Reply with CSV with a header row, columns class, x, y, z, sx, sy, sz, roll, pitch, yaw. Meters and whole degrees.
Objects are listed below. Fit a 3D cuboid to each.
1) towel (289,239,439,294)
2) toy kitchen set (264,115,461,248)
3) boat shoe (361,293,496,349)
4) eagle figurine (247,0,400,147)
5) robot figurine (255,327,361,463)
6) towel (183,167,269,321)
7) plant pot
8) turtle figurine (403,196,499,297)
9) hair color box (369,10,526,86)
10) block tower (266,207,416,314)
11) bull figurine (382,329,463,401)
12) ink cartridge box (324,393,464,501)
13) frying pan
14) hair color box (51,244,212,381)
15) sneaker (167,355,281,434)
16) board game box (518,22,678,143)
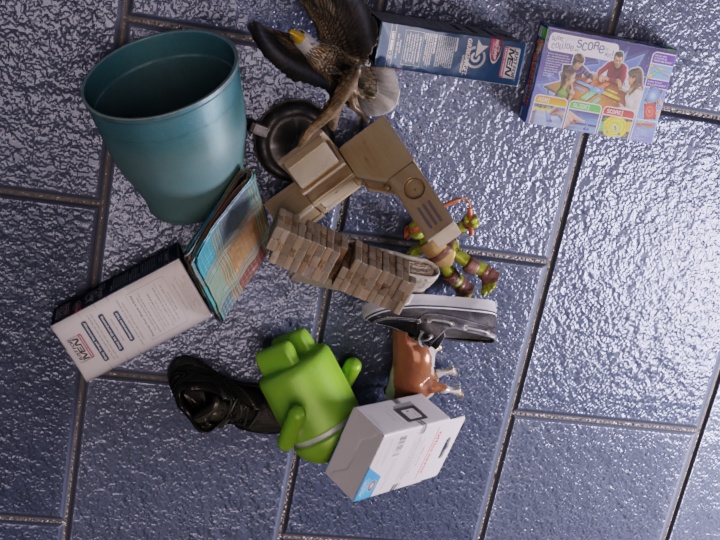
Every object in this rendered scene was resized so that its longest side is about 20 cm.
class,x,y,z,sx,sy,sz,roll,pitch,yaw
towel,0.000,0.000,1.599,0.197,0.133,0.035,13,70,-9
toy kitchen set,-0.006,-0.080,1.506,0.199,0.163,0.182,-35,75,5
boat shoe,0.099,0.076,1.624,0.197,0.072,0.069,3,71,-17
eagle figurine,-0.048,-0.278,1.443,0.150,0.201,0.152,-20,142,-5
robot figurine,-0.069,0.187,1.655,0.115,0.175,0.202,-22,99,36
towel,-0.166,-0.030,1.514,0.021,0.201,0.148,26,69,17
plant pot,-0.228,-0.171,1.461,0.197,0.201,0.190,-16,130,-4
turtle figurine,0.111,-0.020,1.649,0.199,0.065,0.161,-35,115,26
hair color box,0.108,-0.293,1.519,0.197,0.100,0.061,6,110,-13
block tower,-0.027,-0.012,1.498,0.198,0.058,0.054,23,119,-12
bull figurine,0.090,0.140,1.708,0.119,0.065,0.203,-3,113,-12
ink cartridge box,0.052,0.247,1.647,0.199,0.066,0.117,-3,123,-51
frying pan,-0.114,-0.198,1.557,0.115,0.031,0.190,-45,115,7
hair color box,-0.315,0.058,1.591,0.198,0.061,0.101,-27,114,1
sneaker,-0.184,0.202,1.655,0.198,0.115,0.077,30,106,-22
board game box,0.331,-0.260,1.610,0.197,0.035,0.137,8,109,-14
